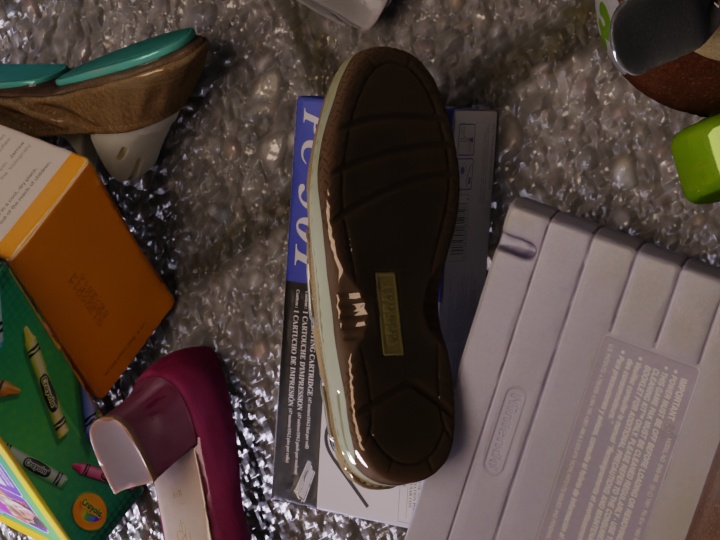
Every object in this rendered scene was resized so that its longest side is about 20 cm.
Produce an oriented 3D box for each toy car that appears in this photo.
[{"bbox_3d":[0.136,-0.124,0.923,0.157,0.199,0.166,-21,80,34],"label":"toy car"}]

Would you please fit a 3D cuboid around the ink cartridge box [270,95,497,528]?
[{"bbox_3d":[0.011,0.019,1.115,0.093,0.044,0.202,7,96,33],"label":"ink cartridge box"}]

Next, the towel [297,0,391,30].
[{"bbox_3d":[-0.018,-0.216,1.039,0.191,0.199,0.032,-49,36,26],"label":"towel"}]

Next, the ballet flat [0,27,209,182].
[{"bbox_3d":[-0.149,-0.080,1.219,0.199,0.068,0.073,-6,109,36],"label":"ballet flat"}]

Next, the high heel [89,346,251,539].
[{"bbox_3d":[-0.067,0.140,1.186,0.067,0.096,0.201,-8,109,36],"label":"high heel"}]

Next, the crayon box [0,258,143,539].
[{"bbox_3d":[-0.203,0.059,1.185,0.118,0.201,0.058,21,61,33],"label":"crayon box"}]

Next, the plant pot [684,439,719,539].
[{"bbox_3d":[0.198,0.154,0.907,0.199,0.200,0.200,16,94,34],"label":"plant pot"}]

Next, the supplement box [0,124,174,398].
[{"bbox_3d":[-0.210,-0.024,1.214,0.199,0.126,0.074,21,64,32],"label":"supplement box"}]

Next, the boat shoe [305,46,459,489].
[{"bbox_3d":[0.000,0.000,1.056,0.076,0.071,0.202,157,117,-66],"label":"boat shoe"}]

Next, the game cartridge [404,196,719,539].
[{"bbox_3d":[0.100,0.082,1.039,0.129,0.038,0.201,19,104,8],"label":"game cartridge"}]
